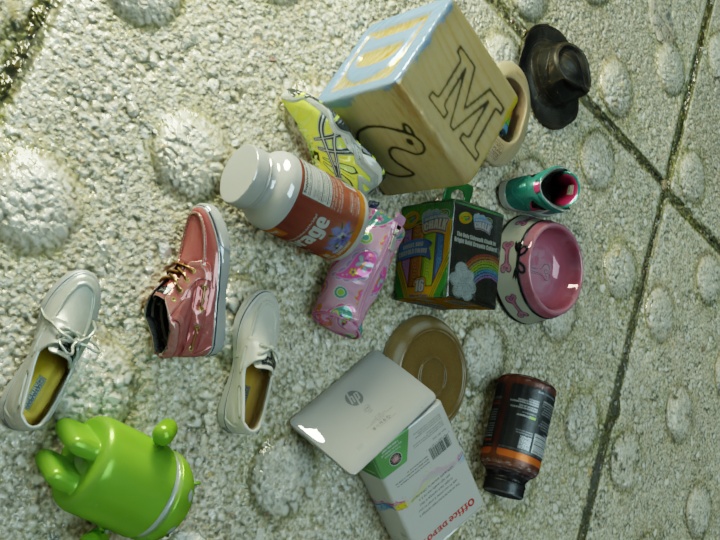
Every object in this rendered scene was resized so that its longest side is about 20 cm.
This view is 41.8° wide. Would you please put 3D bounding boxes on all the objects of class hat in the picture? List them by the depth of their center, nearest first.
[{"bbox_3d":[0.385,-0.371,1.776,0.199,0.080,0.203,3,85,-43],"label":"hat"}]

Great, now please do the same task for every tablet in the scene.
[{"bbox_3d":[0.006,0.204,1.392,0.199,0.130,0.014,-36,150,-37],"label":"tablet"}]

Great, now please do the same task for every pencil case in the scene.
[{"bbox_3d":[0.000,0.000,1.412,0.087,0.087,0.201,40,64,-33],"label":"pencil case"}]

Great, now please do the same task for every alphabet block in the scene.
[{"bbox_3d":[0.088,-0.258,1.432,0.200,0.194,0.197,48,61,-28],"label":"alphabet block"}]

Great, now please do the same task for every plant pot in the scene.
[{"bbox_3d":[0.112,0.174,1.542,0.199,0.027,0.203,2,86,-43],"label":"plant pot"}]

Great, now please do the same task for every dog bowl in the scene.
[{"bbox_3d":[0.329,-0.002,1.714,0.199,0.073,0.203,2,88,-42],"label":"dog bowl"}]

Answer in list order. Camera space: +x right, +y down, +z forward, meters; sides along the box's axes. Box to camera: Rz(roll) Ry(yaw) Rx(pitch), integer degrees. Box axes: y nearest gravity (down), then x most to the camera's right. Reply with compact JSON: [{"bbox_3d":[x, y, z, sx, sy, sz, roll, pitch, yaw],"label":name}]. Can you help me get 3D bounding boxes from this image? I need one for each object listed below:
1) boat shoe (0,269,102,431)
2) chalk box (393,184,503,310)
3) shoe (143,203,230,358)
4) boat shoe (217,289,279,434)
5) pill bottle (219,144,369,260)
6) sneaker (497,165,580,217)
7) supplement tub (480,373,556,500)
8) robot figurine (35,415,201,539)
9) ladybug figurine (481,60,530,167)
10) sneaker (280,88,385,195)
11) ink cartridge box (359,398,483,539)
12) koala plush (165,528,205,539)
[{"bbox_3d":[-0.347,0.091,1.093,0.074,0.086,0.204,39,64,-33],"label":"boat shoe"},{"bbox_3d":[0.144,-0.044,1.518,0.124,0.123,0.203,14,78,-39],"label":"chalk box"},{"bbox_3d":[-0.225,0.014,1.216,0.090,0.071,0.203,-2,94,-47],"label":"shoe"},{"bbox_3d":[-0.140,0.125,1.288,0.071,0.069,0.202,25,72,-38],"label":"boat shoe"},{"bbox_3d":[-0.092,-0.096,1.314,0.199,0.112,0.113,24,72,-38],"label":"pill bottle"},{"bbox_3d":[0.356,-0.143,1.713,0.199,0.120,0.085,-3,90,-42],"label":"sneaker"},{"bbox_3d":[0.267,0.287,1.623,0.107,0.106,0.202,30,69,-37],"label":"supplement tub"},{"bbox_3d":[-0.283,0.249,1.123,0.200,0.115,0.176,38,81,-36],"label":"robot figurine"},{"bbox_3d":[0.231,-0.268,1.638,0.135,0.072,0.202,36,64,-35],"label":"ladybug figurine"},{"bbox_3d":[-0.049,-0.183,1.384,0.076,0.075,0.200,-46,109,-3],"label":"sneaker"},{"bbox_3d":[0.085,0.314,1.456,0.144,0.084,0.202,-33,111,-25],"label":"ink cartridge box"},{"bbox_3d":[-0.195,0.412,1.172,0.199,0.184,0.178,28,111,-27],"label":"koala plush"}]
